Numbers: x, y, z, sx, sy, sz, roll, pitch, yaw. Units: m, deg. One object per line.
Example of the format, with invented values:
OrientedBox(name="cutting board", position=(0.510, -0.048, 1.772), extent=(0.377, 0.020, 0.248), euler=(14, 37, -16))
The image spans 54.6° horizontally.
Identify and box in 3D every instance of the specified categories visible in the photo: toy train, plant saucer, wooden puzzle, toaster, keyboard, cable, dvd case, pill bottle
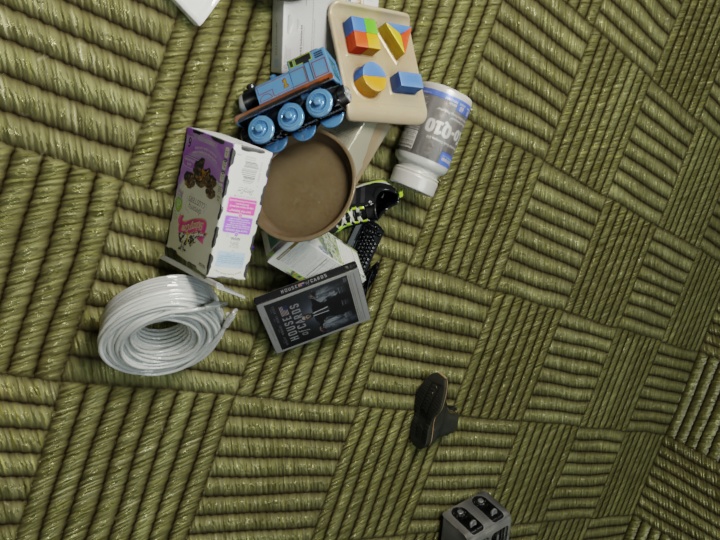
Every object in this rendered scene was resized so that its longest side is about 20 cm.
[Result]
OrientedBox(name="toy train", position=(-0.113, -0.272, 1.131), extent=(0.087, 0.197, 0.116), euler=(18, 53, -73))
OrientedBox(name="plant saucer", position=(-0.100, -0.144, 1.187), extent=(0.202, 0.198, 0.029), euler=(-58, 162, -5))
OrientedBox(name="wooden puzzle", position=(0.040, -0.359, 1.201), extent=(0.183, 0.046, 0.204), euler=(-6, 86, -39))
OrientedBox(name="toaster", position=(0.307, 0.738, 1.911), extent=(0.179, 0.118, 0.204), euler=(-12, 115, -35))
OrientedBox(name="keyboard", position=(-0.252, 0.010, 1.098), extent=(0.056, 0.199, 0.011), euler=(33, 82, -41))
OrientedBox(name="cable", position=(-0.316, 0.089, 1.111), extent=(0.197, 0.070, 0.201), euler=(6, 136, -33))
OrientedBox(name="dvd case", position=(-0.086, 0.072, 1.306), extent=(0.197, 0.025, 0.152), euler=(-21, 137, -5))
OrientedBox(name="pill bottle", position=(0.135, -0.256, 1.375), extent=(0.113, 0.113, 0.203), euler=(16, 97, -42))
OrientedBox(name="keyboard", position=(0.000, 0.000, 1.414), extent=(0.103, 0.039, 0.203), euler=(23, 92, -42))

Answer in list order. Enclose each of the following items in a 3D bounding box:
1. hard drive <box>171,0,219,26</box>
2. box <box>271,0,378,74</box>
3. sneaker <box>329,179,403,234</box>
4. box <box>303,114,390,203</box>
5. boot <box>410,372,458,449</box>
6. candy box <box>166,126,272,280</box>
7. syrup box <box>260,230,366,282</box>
OrientedBox(name="hard drive", position=(-0.268, -0.479, 1.008), extent=(0.133, 0.026, 0.200), euler=(-55, 132, -9))
OrientedBox(name="box", position=(-0.059, -0.416, 1.199), extent=(0.198, 0.041, 0.159), euler=(-11, 113, -38))
OrientedBox(name="sneaker", position=(-0.004, -0.122, 1.331), extent=(0.198, 0.082, 0.073), euler=(-31, 124, -25))
OrientedBox(name="box", position=(-0.042, -0.207, 1.253), extent=(0.202, 0.094, 0.078), euler=(-58, 147, -4))
OrientedBox(name="boot", position=(0.200, 0.326, 1.697), extent=(0.137, 0.077, 0.203), euler=(-8, 125, -42))
OrientedBox(name="candy box", position=(-0.226, -0.107, 1.094), extent=(0.071, 0.167, 0.204), euler=(5, 104, -40))
OrientedBox(name="syrup box", position=(-0.085, -0.026, 1.288), extent=(0.081, 0.079, 0.199), euler=(-38, 136, 21))
